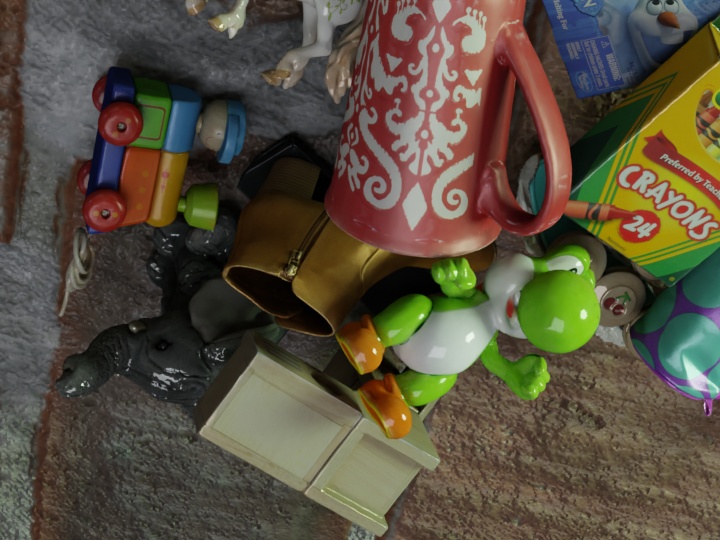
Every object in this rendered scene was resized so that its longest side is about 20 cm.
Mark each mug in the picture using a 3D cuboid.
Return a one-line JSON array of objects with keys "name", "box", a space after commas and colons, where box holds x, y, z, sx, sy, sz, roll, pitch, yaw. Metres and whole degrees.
[{"name": "mug", "box": [0.072, -0.125, 1.440, 0.176, 0.134, 0.201, 10, 119, 4]}]

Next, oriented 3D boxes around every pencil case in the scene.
[{"name": "pencil case", "box": [0.297, 0.007, 1.512, 0.092, 0.085, 0.200, 44, 105, 11]}]

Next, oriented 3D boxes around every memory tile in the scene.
[{"name": "memory tile", "box": [0.249, 0.000, 1.557, 0.153, 0.017, 0.200, -45, 119, 11]}]

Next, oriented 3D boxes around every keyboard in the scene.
[{"name": "keyboard", "box": [0.006, -0.039, 1.610, 0.127, 0.021, 0.200, -28, 122, 36]}]

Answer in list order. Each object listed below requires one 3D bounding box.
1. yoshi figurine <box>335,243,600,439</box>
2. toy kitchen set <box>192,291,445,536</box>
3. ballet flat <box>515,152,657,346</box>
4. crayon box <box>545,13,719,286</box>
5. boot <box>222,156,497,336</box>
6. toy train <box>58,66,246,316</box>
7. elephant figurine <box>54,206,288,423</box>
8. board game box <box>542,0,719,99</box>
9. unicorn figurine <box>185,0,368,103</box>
[{"name": "yoshi figurine", "box": [0.091, 0.043, 1.459, 0.199, 0.112, 0.113, -27, 156, -10]}, {"name": "toy kitchen set", "box": [-0.021, 0.061, 1.573, 0.180, 0.200, 0.163, 32, 104, -22]}, {"name": "ballet flat", "box": [0.166, -0.009, 1.581, 0.071, 0.072, 0.200, -23, 121, 26]}, {"name": "crayon box", "box": [0.246, -0.090, 1.438, 0.127, 0.051, 0.200, 31, 122, -26]}, {"name": "boot", "box": [0.000, -0.001, 1.532, 0.200, 0.144, 0.071, 20, 136, -4]}, {"name": "toy train", "box": [-0.162, -0.051, 1.562, 0.115, 0.085, 0.201, 8, 111, -14]}, {"name": "elephant figurine", "box": [-0.130, 0.060, 1.597, 0.154, 0.201, 0.142, -11, 128, 18]}, {"name": "board game box", "box": [0.218, -0.227, 1.394, 0.198, 0.043, 0.201, -12, 128, 18]}, {"name": "unicorn figurine", "box": [-0.054, -0.217, 1.425, 0.138, 0.074, 0.200, -53, 138, -3]}]
